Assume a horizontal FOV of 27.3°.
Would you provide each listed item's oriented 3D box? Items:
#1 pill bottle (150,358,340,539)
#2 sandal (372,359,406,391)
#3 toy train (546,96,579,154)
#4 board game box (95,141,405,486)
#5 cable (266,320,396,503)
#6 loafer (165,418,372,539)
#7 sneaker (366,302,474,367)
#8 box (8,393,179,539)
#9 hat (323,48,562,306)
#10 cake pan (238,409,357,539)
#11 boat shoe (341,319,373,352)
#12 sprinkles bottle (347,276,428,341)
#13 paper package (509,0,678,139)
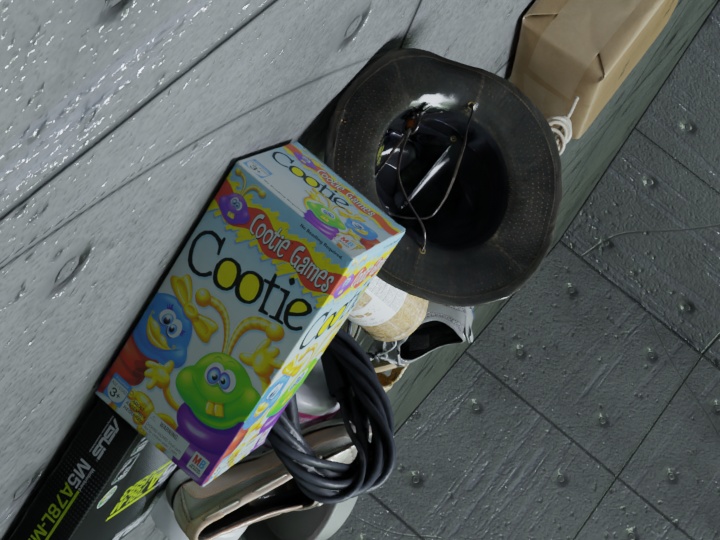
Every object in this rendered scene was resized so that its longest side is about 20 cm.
[{"bbox_3d":[-0.104,0.148,1.307,0.201,0.113,0.113,-56,170,27],"label":"pill bottle"},{"bbox_3d":[-0.012,0.118,1.538,0.209,0.078,0.070,-18,121,-17],"label":"sandal"},{"bbox_3d":[0.143,-0.103,1.412,0.201,0.084,0.116,-57,160,-3],"label":"toy train"},{"bbox_3d":[-0.076,0.028,1.013,0.201,0.104,0.103,-56,169,22],"label":"board game box"},{"bbox_3d":[-0.036,0.090,1.177,0.050,0.202,0.163,-28,139,25],"label":"cable"},{"bbox_3d":[-0.060,0.180,1.228,0.197,0.063,0.073,-14,133,-16],"label":"loafer"},{"bbox_3d":[0.020,0.060,1.472,0.197,0.083,0.075,-18,136,12],"label":"sneaker"},{"bbox_3d":[-0.182,0.151,1.141,0.194,0.047,0.200,-57,170,20],"label":"box"},{"bbox_3d":[0.050,-0.062,1.107,0.201,0.201,0.081,-47,-168,-24],"label":"hat"},{"bbox_3d":[-0.063,0.166,1.371,0.036,0.201,0.201,12,123,-40],"label":"cake pan"},{"bbox_3d":[0.000,0.000,1.395,0.202,0.073,0.075,-61,162,16],"label":"boat shoe"},{"bbox_3d":[-0.009,-0.001,1.156,0.069,0.068,0.200,-51,151,0],"label":"sprinkles bottle"},{"bbox_3d":[0.250,-0.261,1.540,0.191,0.103,0.200,-52,171,-9],"label":"paper package"}]
